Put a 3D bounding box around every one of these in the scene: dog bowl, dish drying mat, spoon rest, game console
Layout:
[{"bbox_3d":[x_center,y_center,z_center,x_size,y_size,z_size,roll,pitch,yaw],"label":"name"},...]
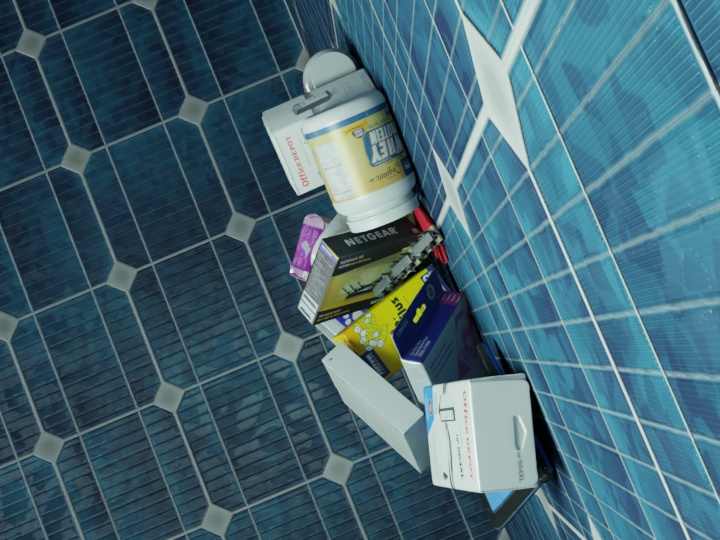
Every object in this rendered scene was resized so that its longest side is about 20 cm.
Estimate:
[{"bbox_3d":[-0.013,0.116,1.888,0.200,0.079,0.200,42,172,7],"label":"dog bowl"},{"bbox_3d":[0.111,-0.080,1.700,0.200,0.018,0.077,-113,1,-65],"label":"dish drying mat"},{"bbox_3d":[-0.016,-0.075,1.690,0.099,0.200,0.061,34,173,45],"label":"spoon rest"},{"bbox_3d":[0.188,0.237,1.411,0.171,0.118,0.200,59,-176,-36],"label":"game console"}]

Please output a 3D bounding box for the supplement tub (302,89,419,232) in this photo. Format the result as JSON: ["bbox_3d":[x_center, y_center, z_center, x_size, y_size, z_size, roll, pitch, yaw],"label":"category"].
[{"bbox_3d":[0.004,-0.177,1.581,0.145,0.144,0.200,-114,1,-79],"label":"supplement tub"}]

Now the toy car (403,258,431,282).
[{"bbox_3d":[0.117,0.104,1.967,0.200,0.164,0.158,56,174,31],"label":"toy car"}]

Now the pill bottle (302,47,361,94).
[{"bbox_3d":[-0.052,-0.353,1.810,0.200,0.111,0.112,-120,7,-84],"label":"pill bottle"}]

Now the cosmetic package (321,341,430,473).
[{"bbox_3d":[0.034,0.222,1.581,0.200,0.052,0.151,39,165,34],"label":"cosmetic package"}]

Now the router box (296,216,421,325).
[{"bbox_3d":[0.000,0.000,1.672,0.052,0.200,0.158,46,134,29],"label":"router box"}]

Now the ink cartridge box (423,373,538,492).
[{"bbox_3d":[0.158,0.219,1.318,0.200,0.084,0.147,141,125,-74],"label":"ink cartridge box"}]

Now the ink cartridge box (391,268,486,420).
[{"bbox_3d":[0.134,0.129,1.553,0.196,0.043,0.200,-53,-52,-49],"label":"ink cartridge box"}]

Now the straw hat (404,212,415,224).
[{"bbox_3d":[0.021,-0.122,1.793,0.201,0.085,0.201,62,169,21],"label":"straw hat"}]

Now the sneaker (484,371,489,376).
[{"bbox_3d":[0.147,0.172,1.733,0.200,0.072,0.073,26,150,31],"label":"sneaker"}]

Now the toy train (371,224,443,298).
[{"bbox_3d":[0.081,-0.014,1.611,0.034,0.046,0.200,58,140,14],"label":"toy train"}]

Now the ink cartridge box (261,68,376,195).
[{"bbox_3d":[-0.053,-0.241,1.703,0.085,0.199,0.146,-113,0,-49],"label":"ink cartridge box"}]

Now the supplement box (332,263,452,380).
[{"bbox_3d":[0.067,0.096,1.676,0.109,0.200,0.110,52,166,0],"label":"supplement box"}]

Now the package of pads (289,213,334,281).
[{"bbox_3d":[-0.021,-0.023,1.791,0.076,0.200,0.121,20,94,57],"label":"package of pads"}]
